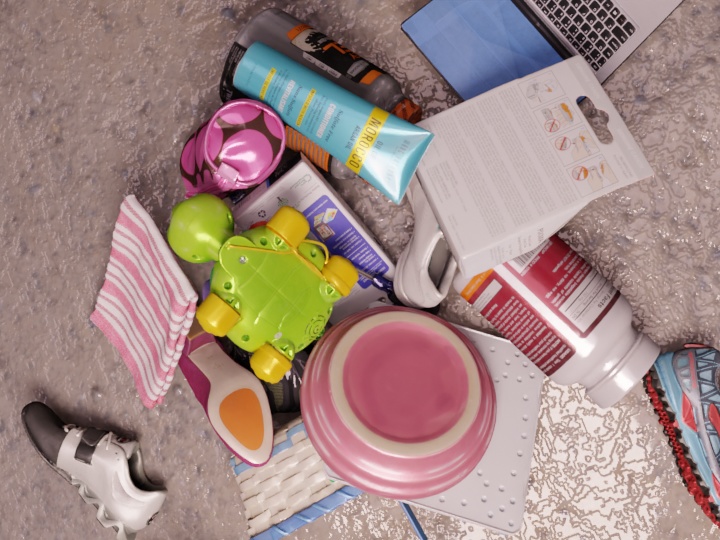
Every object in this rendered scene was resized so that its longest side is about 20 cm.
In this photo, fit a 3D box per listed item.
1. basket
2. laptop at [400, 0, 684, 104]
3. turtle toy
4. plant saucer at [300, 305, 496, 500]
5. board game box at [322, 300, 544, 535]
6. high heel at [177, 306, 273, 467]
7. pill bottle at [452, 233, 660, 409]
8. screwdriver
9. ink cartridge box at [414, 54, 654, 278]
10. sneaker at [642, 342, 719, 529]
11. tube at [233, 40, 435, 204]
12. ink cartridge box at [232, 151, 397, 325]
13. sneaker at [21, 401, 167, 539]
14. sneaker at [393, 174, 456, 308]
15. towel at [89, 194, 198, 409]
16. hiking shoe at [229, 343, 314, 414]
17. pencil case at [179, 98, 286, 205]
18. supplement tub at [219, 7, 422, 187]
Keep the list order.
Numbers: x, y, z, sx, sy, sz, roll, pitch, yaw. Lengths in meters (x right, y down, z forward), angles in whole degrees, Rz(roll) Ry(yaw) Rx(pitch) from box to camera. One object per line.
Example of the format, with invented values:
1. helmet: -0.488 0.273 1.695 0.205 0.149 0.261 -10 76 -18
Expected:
1. basket: -0.033 0.253 0.922 0.174 0.139 0.203 -27 74 12
2. laptop: 0.179 -0.261 0.884 0.188 0.115 0.200 50 133 7
3. turtle toy: -0.106 0.004 0.868 0.200 0.101 0.146 45 80 -25
4. plant saucer: 0.040 0.118 0.856 0.196 0.051 0.204 4 57 -6
5. board game box: 0.079 0.146 0.889 0.197 0.026 0.202 16 58 2
6. high heel: -0.149 0.138 0.943 0.067 0.097 0.201 -27 61 -25
7. pill bottle: 0.199 0.040 0.889 0.200 0.113 0.113 44 98 8
8. screwdriver: 0.000 0.000 0.936 0.198 0.029 0.028 29 109 -13
9. ink cartridge box: 0.157 -0.104 0.851 0.197 0.047 0.162 -23 61 1
10. sneaker: 0.362 0.170 0.874 0.094 0.079 0.203 -23 90 4
11. tube: -0.029 -0.149 0.848 0.198 0.050 0.078 32 120 5
12. ink cartridge box: -0.038 -0.022 0.946 0.099 0.039 0.200 -37 116 9
13. sneaker: -0.304 0.212 1.020 0.089 0.074 0.200 -45 90 4
14. sneaker: 0.087 -0.062 0.908 0.074 0.088 0.204 8 83 -19
15. towel: -0.239 0.039 0.953 0.147 0.030 0.201 51 136 24
16. hiking shoe: -0.108 0.067 0.971 0.099 0.076 0.203 -19 88 8
17. pencil case: -0.139 -0.117 0.913 0.091 0.200 0.094 41 77 -12
18. supplement tub: -0.041 -0.180 0.932 0.198 0.122 0.124 33 97 9
